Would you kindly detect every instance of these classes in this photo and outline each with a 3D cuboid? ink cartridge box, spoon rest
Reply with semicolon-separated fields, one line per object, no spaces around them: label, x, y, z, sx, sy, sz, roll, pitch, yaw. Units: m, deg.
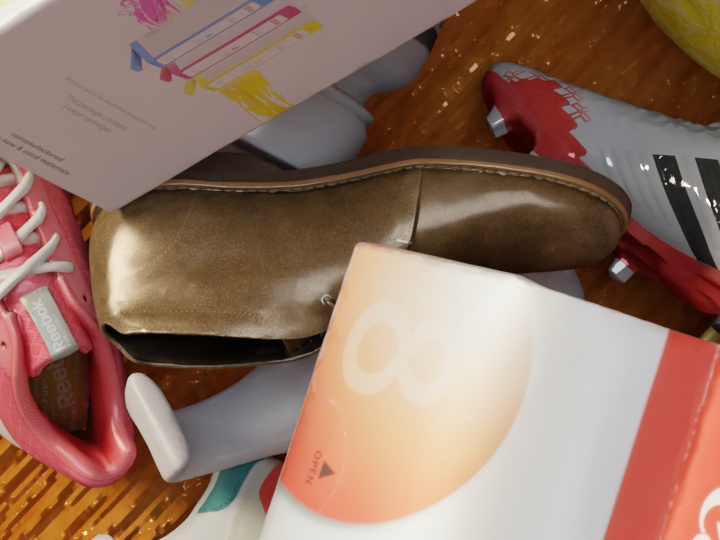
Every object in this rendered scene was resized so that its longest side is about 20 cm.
ink cartridge box;0.056;0.087;0.914;0.200;0.050;0.163;12;81;44
spoon rest;-0.001;0.032;1.085;0.199;0.061;0.100;-20;74;-26
ink cartridge box;-0.057;-0.135;0.960;0.200;0.125;0.129;-30;59;23

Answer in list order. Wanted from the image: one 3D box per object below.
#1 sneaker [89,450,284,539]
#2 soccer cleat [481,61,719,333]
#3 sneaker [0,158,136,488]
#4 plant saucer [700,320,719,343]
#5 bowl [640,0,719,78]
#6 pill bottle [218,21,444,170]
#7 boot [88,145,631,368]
sneaker;-0.082;0.155;1.093;0.093;0.070;0.200;38;87;18
soccer cleat;0.130;-0.030;1.077;0.085;0.069;0.200;-44;57;-11
sneaker;-0.124;-0.005;1.044;0.074;0.087;0.201;-28;120;-12
plant saucer;0.217;0.078;1.106;0.200;0.048;0.200;42;87;2
bowl;0.188;-0.114;1.075;0.199;0.200;0.108;-3;129;-2
pill bottle;-0.009;-0.138;1.079;0.113;0.113;0.201;26;86;0
boot;0.000;0.000;1.030;0.199;0.074;0.076;-2;59;3
